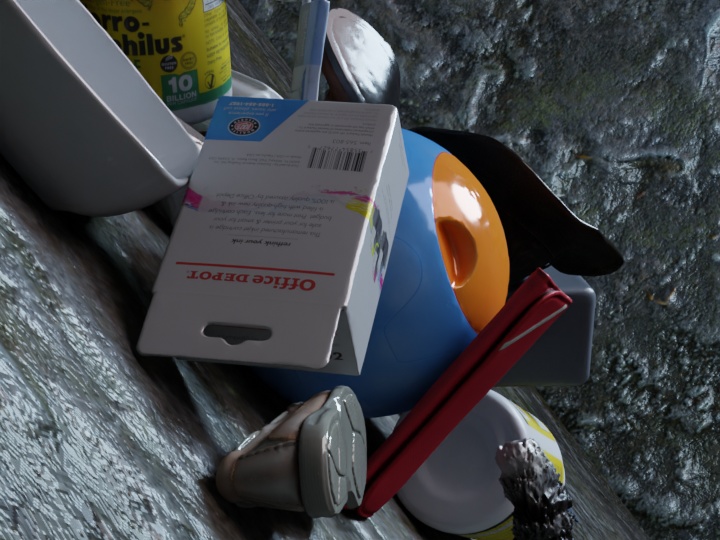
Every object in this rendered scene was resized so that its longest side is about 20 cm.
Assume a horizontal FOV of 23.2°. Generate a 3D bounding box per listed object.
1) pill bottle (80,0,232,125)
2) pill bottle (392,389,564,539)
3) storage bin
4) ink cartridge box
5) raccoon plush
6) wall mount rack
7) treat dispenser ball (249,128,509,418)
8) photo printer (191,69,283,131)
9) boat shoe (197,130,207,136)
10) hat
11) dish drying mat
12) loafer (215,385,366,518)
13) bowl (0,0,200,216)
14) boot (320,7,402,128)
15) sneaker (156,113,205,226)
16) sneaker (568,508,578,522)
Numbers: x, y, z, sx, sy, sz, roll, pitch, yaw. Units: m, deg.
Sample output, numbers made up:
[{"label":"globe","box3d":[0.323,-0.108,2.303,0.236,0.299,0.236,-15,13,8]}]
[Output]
[{"label":"pill bottle","box3d":[-0.159,-0.217,1.327,0.113,0.113,0.200,-117,-157,-63]},{"label":"pill bottle","box3d":[0.100,0.159,1.402,0.114,0.114,0.200,53,6,20]},{"label":"storage bin","box3d":[0.092,0.047,1.421,0.134,0.200,0.146,-129,-140,-72]},{"label":"ink cartridge box","box3d":[-0.048,-0.007,1.028,0.068,0.115,0.200,78,21,-49]},{"label":"raccoon plush","box3d":[0.117,0.223,1.146,0.200,0.097,0.134,64,6,-6]},{"label":"wall mount rack","box3d":[-0.063,-0.150,1.261,0.075,0.200,0.174,6,2,-12]},{"label":"treat dispenser ball","box3d":[0.000,0.000,1.189,0.201,0.201,0.201,50,6,-7]},{"label":"photo printer","box3d":[-0.103,-0.115,1.588,0.166,0.069,0.200,49,-11,-34]},{"label":"boat shoe","box3d":[-0.052,-0.067,1.374,0.200,0.073,0.063,19,0,33]},{"label":"hat","box3d":[0.091,-0.026,1.300,0.201,0.081,0.201,36,-10,8]},{"label":"dish drying mat","box3d":[0.063,0.084,1.149,0.018,0.200,0.077,42,2,20]},{"label":"loafer","box3d":[-0.035,0.103,0.986,0.200,0.063,0.072,21,64,-84]},{"label":"bowl","box3d":[-0.190,-0.113,1.065,0.200,0.075,0.200,51,6,-8]},{"label":"boot","box3d":[-0.050,-0.119,1.417,0.188,0.200,0.068,53,46,-36]},{"label":"sneaker","box3d":[-0.139,-0.085,1.288,0.200,0.075,0.088,43,8,-41]},{"label":"sneaker","box3d":[0.117,0.174,1.588,0.200,0.081,0.146,56,2,0]}]
